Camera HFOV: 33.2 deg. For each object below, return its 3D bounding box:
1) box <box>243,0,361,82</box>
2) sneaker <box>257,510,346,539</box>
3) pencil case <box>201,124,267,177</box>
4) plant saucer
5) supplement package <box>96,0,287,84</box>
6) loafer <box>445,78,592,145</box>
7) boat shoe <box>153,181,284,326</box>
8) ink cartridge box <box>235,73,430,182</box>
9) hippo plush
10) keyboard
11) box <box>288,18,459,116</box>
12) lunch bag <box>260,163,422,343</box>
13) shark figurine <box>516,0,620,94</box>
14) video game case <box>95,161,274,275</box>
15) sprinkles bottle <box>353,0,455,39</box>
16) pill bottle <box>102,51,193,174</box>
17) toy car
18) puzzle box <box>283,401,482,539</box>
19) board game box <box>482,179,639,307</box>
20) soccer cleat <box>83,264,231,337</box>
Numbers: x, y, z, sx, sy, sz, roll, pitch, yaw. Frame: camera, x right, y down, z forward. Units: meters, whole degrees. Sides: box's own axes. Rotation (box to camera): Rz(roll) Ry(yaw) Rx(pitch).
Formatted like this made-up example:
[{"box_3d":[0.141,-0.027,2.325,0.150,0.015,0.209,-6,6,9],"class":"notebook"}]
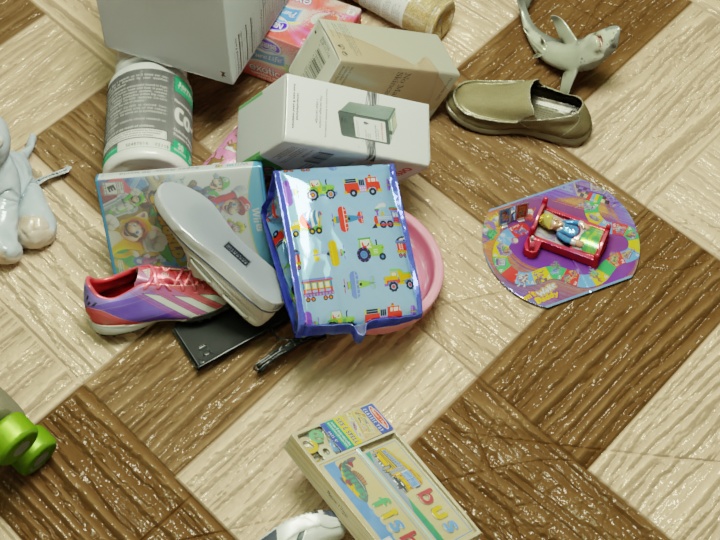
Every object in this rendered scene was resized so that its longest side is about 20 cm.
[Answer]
[{"box_3d":[-0.106,-0.321,1.645,0.198,0.095,0.103,22,61,14],"class":"box"},{"box_3d":[-0.083,0.344,1.249,0.198,0.080,0.130,-23,67,-19],"class":"sneaker"},{"box_3d":[-0.151,-0.132,1.532,0.082,0.087,0.201,8,52,45],"class":"pencil case"},{"box_3d":[0.000,0.000,1.457,0.198,0.051,0.202,5,52,-7],"class":"plant saucer"},{"box_3d":[-0.208,-0.377,1.532,0.189,0.148,0.201,18,55,13],"class":"supplement package"},{"box_3d":[0.211,-0.221,1.597,0.198,0.068,0.077,9,59,6],"class":"loafer"},{"box_3d":[-0.174,-0.015,1.407,0.200,0.065,0.073,47,37,6],"class":"boat shoe"},{"box_3d":[-0.033,-0.162,1.467,0.198,0.146,0.085,8,76,-29],"class":"ink cartridge box"},{"box_3d":[-0.449,-0.114,1.483,0.159,0.161,0.200,38,66,22],"class":"hippo plush"},{"box_3d":[-0.114,0.064,1.453,0.199,0.021,0.127,-29,57,-15],"class":"keyboard"},{"box_3d":[0.019,-0.256,1.555,0.198,0.095,0.078,-2,52,-36],"class":"box"},{"box_3d":[-0.017,-0.013,1.384,0.149,0.094,0.202,-5,62,-19],"class":"lunch bag"},{"box_3d":[0.283,-0.315,1.665,0.089,0.129,0.214,-7,36,-33],"class":"shark figurine"},{"box_3d":[-0.209,-0.057,1.457,0.198,0.144,0.018,-5,29,0],"class":"video game case"},{"box_3d":[0.036,-0.392,1.704,0.199,0.068,0.068,32,64,18],"class":"sprinkles bottle"},{"box_3d":[-0.273,-0.195,1.559,0.112,0.113,0.202,-3,59,-2],"class":"pill bottle"},{"box_3d":[-0.464,0.198,1.309,0.164,0.158,0.200,41,78,12],"class":"toy car"},{"box_3d":[0.025,0.237,1.305,0.132,0.026,0.200,-15,54,-45],"class":"puzzle box"},{"box_3d":[0.253,-0.045,1.503,0.198,0.039,0.159,-19,60,-10],"class":"board game box"},{"box_3d":[-0.231,0.022,1.439,0.198,0.074,0.068,-12,39,-4],"class":"soccer cleat"}]
